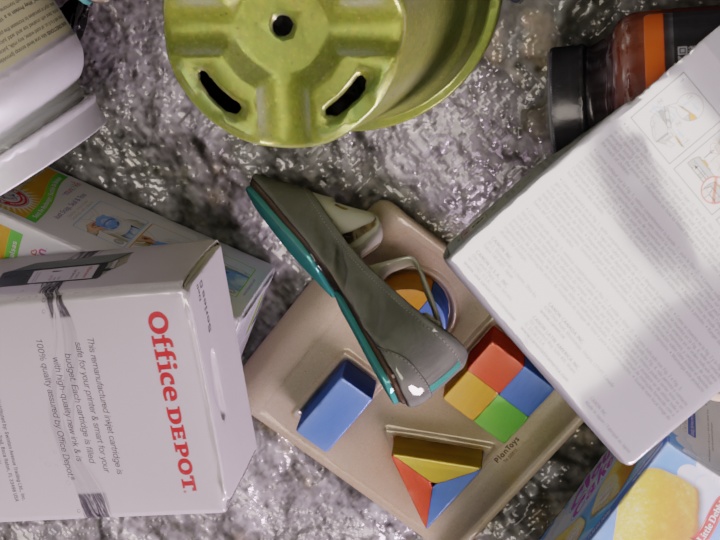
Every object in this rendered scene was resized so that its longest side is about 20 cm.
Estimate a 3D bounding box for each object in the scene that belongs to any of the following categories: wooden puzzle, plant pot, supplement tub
[{"bbox_3d":[0.036,0.081,0.986,0.200,0.046,0.185,38,113,-4],"label":"wooden puzzle"},{"bbox_3d":[-0.025,-0.156,0.837,0.199,0.184,0.202,3,110,10],"label":"plant pot"},{"bbox_3d":[0.210,-0.101,0.853,0.198,0.107,0.108,-2,110,13],"label":"supplement tub"},{"bbox_3d":[-0.250,-0.140,0.844,0.144,0.145,0.201,-26,104,19],"label":"supplement tub"}]

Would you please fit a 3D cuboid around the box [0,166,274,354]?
[{"bbox_3d":[-0.175,0.020,0.975,0.199,0.101,0.113,24,112,2],"label":"box"}]

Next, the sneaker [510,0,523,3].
[{"bbox_3d":[0.164,-0.213,0.839,0.200,0.077,0.085,-40,103,22],"label":"sneaker"}]

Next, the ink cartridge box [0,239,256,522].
[{"bbox_3d":[-0.175,0.069,0.892,0.198,0.084,0.147,-4,109,12],"label":"ink cartridge box"}]

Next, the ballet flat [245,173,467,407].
[{"bbox_3d":[0.000,0.000,0.927,0.064,0.067,0.200,-34,58,-5],"label":"ballet flat"}]

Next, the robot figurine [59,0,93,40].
[{"bbox_3d":[-0.212,-0.224,0.917,0.145,0.058,0.201,32,112,-1],"label":"robot figurine"}]

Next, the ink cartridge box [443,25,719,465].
[{"bbox_3d":[0.172,-0.013,0.824,0.200,0.057,0.163,-41,97,4],"label":"ink cartridge box"}]

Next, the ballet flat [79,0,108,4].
[{"bbox_3d":[-0.192,-0.248,0.840,0.062,0.067,0.200,-34,101,9],"label":"ballet flat"}]

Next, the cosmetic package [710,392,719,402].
[{"bbox_3d":[0.244,0.033,0.897,0.198,0.104,0.074,11,111,8],"label":"cosmetic package"}]

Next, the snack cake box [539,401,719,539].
[{"bbox_3d":[0.170,0.177,0.958,0.067,0.115,0.201,32,112,-1],"label":"snack cake box"}]
